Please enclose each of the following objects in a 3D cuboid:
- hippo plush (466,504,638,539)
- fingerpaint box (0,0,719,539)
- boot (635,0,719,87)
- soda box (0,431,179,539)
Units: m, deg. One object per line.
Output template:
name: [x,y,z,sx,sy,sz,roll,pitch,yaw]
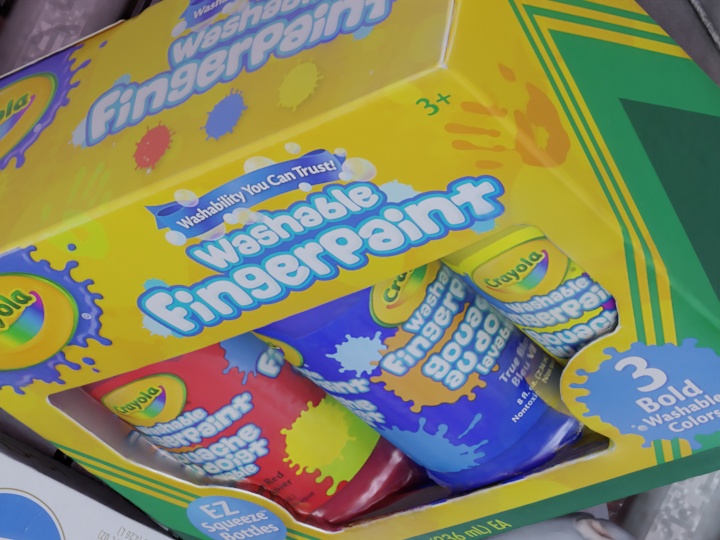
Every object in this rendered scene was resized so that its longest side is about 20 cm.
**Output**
hippo plush: [0.047,0.147,0.857,0.159,0.161,0.201,-34,94,-6]
fingerpaint box: [0.000,0.000,0.763,0.167,0.199,0.074,41,45,-35]
boot: [0.105,-0.118,0.855,0.181,0.072,0.201,-36,55,15]
soda box: [-0.145,0.065,0.838,0.200,0.064,0.068,31,87,-36]
